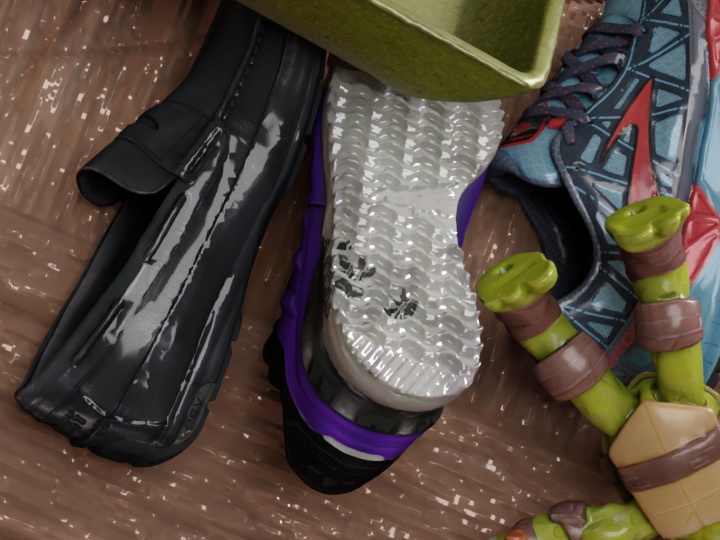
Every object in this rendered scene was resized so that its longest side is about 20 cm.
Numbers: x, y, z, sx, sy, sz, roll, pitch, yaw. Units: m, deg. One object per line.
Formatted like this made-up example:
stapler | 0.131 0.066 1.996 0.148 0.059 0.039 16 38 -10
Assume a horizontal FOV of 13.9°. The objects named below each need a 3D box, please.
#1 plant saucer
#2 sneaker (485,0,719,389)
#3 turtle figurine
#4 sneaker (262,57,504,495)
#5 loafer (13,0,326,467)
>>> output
plant saucer | -0.017 -0.148 1.090 0.199 0.048 0.200 28 36 -8
sneaker | 0.096 -0.053 1.121 0.095 0.079 0.201 5 75 -13
turtle figurine | 0.119 0.056 1.069 0.199 0.064 0.162 -20 105 19
sneaker | -0.001 0.000 1.081 0.069 0.100 0.200 21 41 -10
loafer | -0.067 -0.029 1.071 0.070 0.068 0.201 24 74 -20
